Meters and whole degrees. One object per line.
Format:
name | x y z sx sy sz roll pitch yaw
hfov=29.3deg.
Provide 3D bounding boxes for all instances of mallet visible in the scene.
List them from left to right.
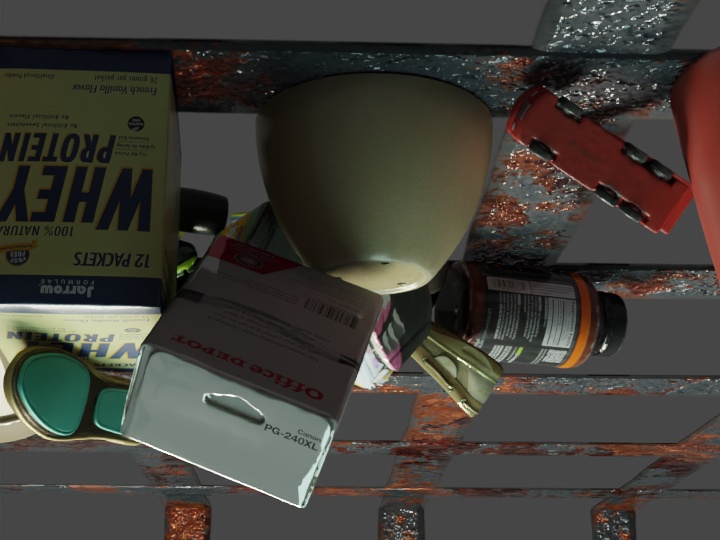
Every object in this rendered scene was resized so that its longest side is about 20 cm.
mallet | -0.172 -0.037 1.356 0.065 0.041 0.200 7 165 -10

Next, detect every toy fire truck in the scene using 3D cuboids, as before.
toy fire truck | 0.198 -0.088 1.114 0.199 0.049 0.141 31 -169 -15

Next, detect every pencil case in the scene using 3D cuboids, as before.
pencil case | -0.007 0.075 1.603 0.083 0.091 0.200 -3 161 9

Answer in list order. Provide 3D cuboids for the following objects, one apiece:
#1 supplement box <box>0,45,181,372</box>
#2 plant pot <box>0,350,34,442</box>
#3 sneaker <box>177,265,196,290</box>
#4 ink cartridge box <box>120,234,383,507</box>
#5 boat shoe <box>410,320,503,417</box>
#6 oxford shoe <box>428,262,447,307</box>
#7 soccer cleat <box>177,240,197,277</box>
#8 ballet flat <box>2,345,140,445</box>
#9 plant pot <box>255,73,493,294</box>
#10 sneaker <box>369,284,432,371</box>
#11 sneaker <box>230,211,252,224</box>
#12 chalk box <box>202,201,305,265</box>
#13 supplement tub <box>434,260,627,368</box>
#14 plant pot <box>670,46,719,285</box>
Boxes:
supplement box | -0.213 -0.039 1.078 0.133 0.201 0.200 1 162 -4
plant pot | -0.380 0.049 1.408 0.199 0.201 0.174 1 146 -2
sneaker | -0.142 0.042 1.450 0.084 0.075 0.200 25 176 -37
ink cartridge box | -0.075 0.068 1.023 0.145 0.200 0.084 22 117 1
boat shoe | 0.049 0.075 1.419 0.200 0.063 0.073 31 177 14
oxford shoe | 0.059 -0.013 1.360 0.071 0.073 0.200 -3 162 10
soccer cleat | -0.230 -0.017 1.309 0.199 0.081 0.067 -6 -158 48
ballet flat | -0.233 0.103 1.090 0.063 0.069 0.200 7 166 27
plant pot | 0.011 -0.057 1.131 0.199 0.135 0.200 0 163 0
sneaker | 0.000 0.000 1.312 0.080 0.201 0.086 -37 -151 -30
sneaker | -0.078 0.001 1.392 0.074 0.083 0.200 -8 162 21
chalk box | -0.099 0.065 1.210 0.124 0.201 0.124 35 153 -17
supplement tub | 0.187 0.051 1.500 0.199 0.108 0.107 7 161 -19
plant pot | 0.339 -0.065 1.037 0.199 0.178 0.201 1 161 0
